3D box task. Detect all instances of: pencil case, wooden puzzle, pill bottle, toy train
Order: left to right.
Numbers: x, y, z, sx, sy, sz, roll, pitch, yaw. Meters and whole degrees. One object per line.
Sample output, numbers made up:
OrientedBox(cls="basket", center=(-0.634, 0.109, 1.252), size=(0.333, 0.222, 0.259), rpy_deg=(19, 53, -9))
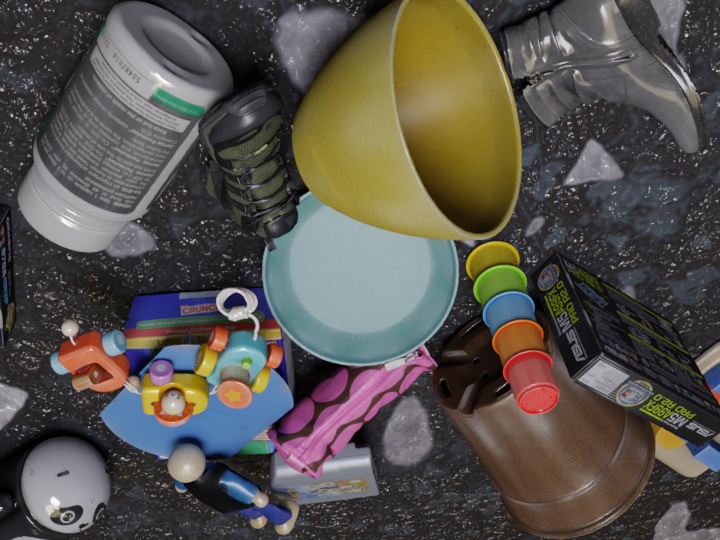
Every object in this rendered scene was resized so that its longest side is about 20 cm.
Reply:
OrientedBox(cls="pill bottle", center=(-0.206, -0.115, 0.649), size=(0.113, 0.114, 0.200), rpy_deg=(30, 120, -25))
OrientedBox(cls="toy train", center=(-0.172, 0.091, 0.691), size=(0.198, 0.056, 0.151), rpy_deg=(-17, 134, 10))
OrientedBox(cls="pencil case", center=(-0.009, 0.141, 0.834), size=(0.200, 0.094, 0.091), rpy_deg=(-44, 107, -8))
OrientedBox(cls="wooden puzzle", center=(0.455, 0.195, 0.987), size=(0.185, 0.046, 0.200), rpy_deg=(32, 120, -26))

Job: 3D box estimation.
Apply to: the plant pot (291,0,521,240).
OrientedBox(cls="plant pot", center=(0.027, -0.116, 0.637), size=(0.141, 0.201, 0.200), rpy_deg=(-9, 134, 37))

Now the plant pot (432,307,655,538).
OrientedBox(cls="plant pot", center=(0.194, 0.159, 0.855), size=(0.199, 0.201, 0.198), rpy_deg=(-32, 117, 20))

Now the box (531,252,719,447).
OrientedBox(cls="box", center=(0.286, 0.084, 0.814), size=(0.199, 0.161, 0.044), rpy_deg=(27, 121, -24))

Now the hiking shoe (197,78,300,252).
OrientedBox(cls="hiking shoe", center=(-0.081, -0.083, 0.646), size=(0.076, 0.101, 0.200), rpy_deg=(-36, 174, -17))

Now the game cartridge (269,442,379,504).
OrientedBox(cls="game cartridge", center=(-0.045, 0.260, 0.959), size=(0.132, 0.042, 0.200), rpy_deg=(-11, 154, 0))

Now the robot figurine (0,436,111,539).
OrientedBox(cls="robot figurine", center=(-0.403, 0.291, 0.947), size=(0.199, 0.151, 0.125), rpy_deg=(-31, 111, 20))

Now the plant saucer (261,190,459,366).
OrientedBox(cls="plant saucer", center=(0.000, 0.000, 0.777), size=(0.198, 0.036, 0.202), rpy_deg=(0, 110, 0))

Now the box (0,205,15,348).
OrientedBox(cls="box", center=(-0.456, -0.005, 0.760), size=(0.198, 0.046, 0.160), rpy_deg=(8, 127, -11))

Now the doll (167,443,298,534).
OrientedBox(cls="doll", center=(-0.153, 0.248, 0.858), size=(0.135, 0.049, 0.200), rpy_deg=(1, 149, 29))

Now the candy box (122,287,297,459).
OrientedBox(cls="candy box", center=(-0.161, 0.120, 0.862), size=(0.167, 0.077, 0.201), rpy_deg=(-3, 127, -1))

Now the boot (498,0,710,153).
OrientedBox(cls="boot", center=(0.216, -0.163, 0.680), size=(0.131, 0.070, 0.200), rpy_deg=(-31, 113, 23))

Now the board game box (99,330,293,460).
OrientedBox(cls="board game box", center=(-0.168, 0.130, 0.799), size=(0.157, 0.039, 0.200), rpy_deg=(29, 126, -30))

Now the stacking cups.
OrientedBox(cls="stacking cups", center=(0.148, 0.056, 0.754), size=(0.060, 0.201, 0.061), rpy_deg=(-2, 131, -2))
